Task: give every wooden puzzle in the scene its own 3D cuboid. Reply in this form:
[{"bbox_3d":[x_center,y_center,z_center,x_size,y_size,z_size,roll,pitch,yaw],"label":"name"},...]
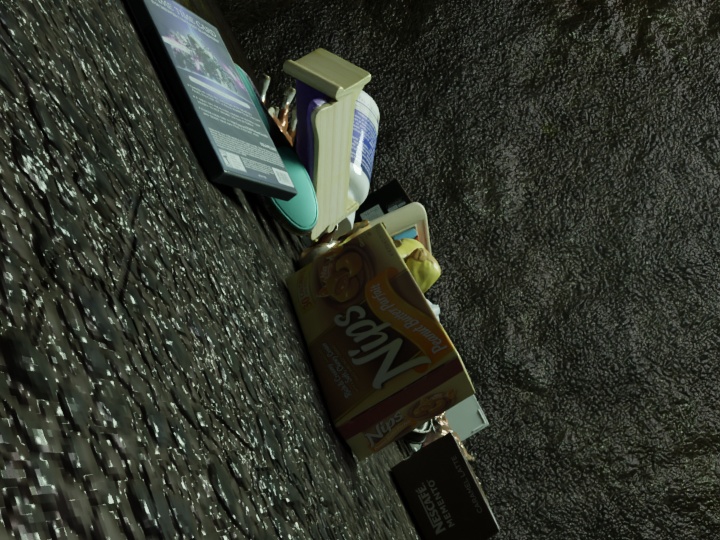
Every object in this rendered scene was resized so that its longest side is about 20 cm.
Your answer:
[{"bbox_3d":[0.043,-0.007,1.225,0.202,0.181,0.038,73,-8,-48],"label":"wooden puzzle"}]

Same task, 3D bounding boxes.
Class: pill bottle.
[{"bbox_3d":[-0.040,-0.155,1.019,0.120,0.116,0.205,59,34,-56],"label":"pill bottle"}]

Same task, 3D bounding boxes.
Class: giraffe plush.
[{"bbox_3d":[0.000,0.000,1.061,0.162,0.203,0.170,44,-30,-25],"label":"giraffe plush"}]

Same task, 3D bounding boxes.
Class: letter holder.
[{"bbox_3d":[0.021,-0.041,1.283,0.144,0.197,0.101,60,1,-41],"label":"letter holder"}]

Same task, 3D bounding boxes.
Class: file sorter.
[{"bbox_3d":[0.112,0.205,1.249,0.204,0.136,0.125,62,-1,-4],"label":"file sorter"}]

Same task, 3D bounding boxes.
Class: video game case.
[{"bbox_3d":[-0.136,-0.163,0.651,0.204,0.019,0.142,62,17,11],"label":"video game case"}]

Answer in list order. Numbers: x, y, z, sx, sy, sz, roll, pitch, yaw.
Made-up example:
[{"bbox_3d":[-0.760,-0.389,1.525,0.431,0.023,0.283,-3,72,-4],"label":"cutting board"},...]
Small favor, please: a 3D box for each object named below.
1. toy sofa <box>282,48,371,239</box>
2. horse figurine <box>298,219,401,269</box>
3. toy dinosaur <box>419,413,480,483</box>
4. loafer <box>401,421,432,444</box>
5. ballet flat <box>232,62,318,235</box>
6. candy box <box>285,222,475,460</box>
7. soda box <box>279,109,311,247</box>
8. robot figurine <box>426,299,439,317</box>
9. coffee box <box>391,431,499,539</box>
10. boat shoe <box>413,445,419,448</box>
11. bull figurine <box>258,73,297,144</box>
[{"bbox_3d":[-0.053,-0.145,0.832,0.082,0.097,0.203,33,-39,25],"label":"toy sofa"},{"bbox_3d":[-0.032,-0.018,0.867,0.051,0.130,0.200,63,-11,-14],"label":"horse figurine"},{"bbox_3d":[0.113,0.278,1.065,0.136,0.084,0.203,48,29,-33],"label":"toy dinosaur"},{"bbox_3d":[0.073,0.150,1.034,0.071,0.071,0.205,-41,-132,49],"label":"loafer"},{"bbox_3d":[-0.112,-0.128,0.776,0.204,0.071,0.072,61,1,-7],"label":"ballet flat"},{"bbox_3d":[0.009,0.054,0.634,0.056,0.114,0.202,58,3,-41],"label":"candy box"},{"bbox_3d":[-0.106,-0.143,1.106,0.203,0.070,0.064,62,-1,-28],"label":"soda box"},{"bbox_3d":[0.089,0.119,1.435,0.198,0.168,0.115,-22,84,-50],"label":"robot figurine"},{"bbox_3d":[0.102,0.263,0.830,0.116,0.078,0.200,62,1,17],"label":"coffee box"},{"bbox_3d":[0.068,0.201,1.133,0.072,0.066,0.204,-115,179,-70],"label":"boat shoe"},{"bbox_3d":[-0.118,-0.176,0.921,0.200,0.063,0.125,130,-26,-83],"label":"bull figurine"}]
